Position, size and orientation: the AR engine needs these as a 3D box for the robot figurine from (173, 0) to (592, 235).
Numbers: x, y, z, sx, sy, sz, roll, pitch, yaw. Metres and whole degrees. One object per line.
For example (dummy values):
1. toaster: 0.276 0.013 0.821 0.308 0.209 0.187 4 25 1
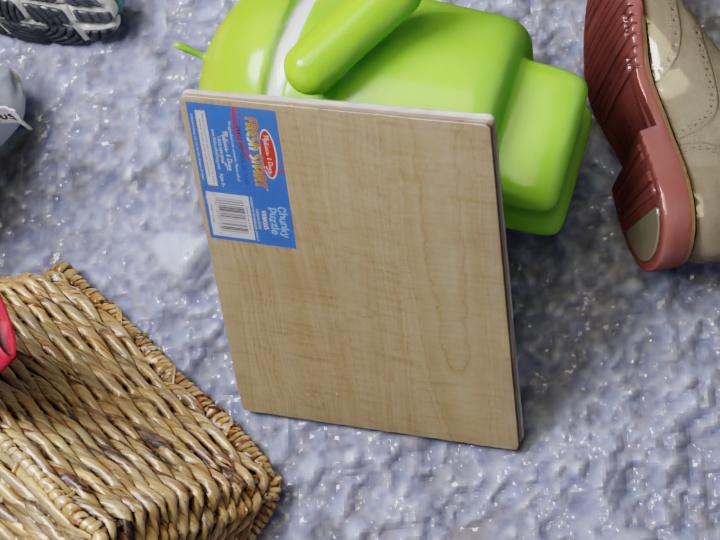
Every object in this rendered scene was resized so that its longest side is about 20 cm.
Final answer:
1. robot figurine: 0.010 -0.078 1.015 0.199 0.175 0.116 14 80 13

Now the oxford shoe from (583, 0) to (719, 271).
1. oxford shoe: 0.161 -0.091 1.047 0.074 0.071 0.201 -1 67 -13

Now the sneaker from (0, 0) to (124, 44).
1. sneaker: -0.214 -0.191 1.174 0.199 0.078 0.080 26 71 22

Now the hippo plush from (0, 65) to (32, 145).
1. hippo plush: -0.255 -0.030 1.113 0.199 0.159 0.162 19 108 36

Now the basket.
1. basket: -0.166 0.112 1.059 0.200 0.149 0.143 40 118 24

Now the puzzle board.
1. puzzle board: 0.000 0.000 0.991 0.150 0.201 0.017 7 41 18

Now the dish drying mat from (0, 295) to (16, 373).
1. dish drying mat: -0.239 0.054 1.000 0.200 0.018 0.077 -34 78 35
